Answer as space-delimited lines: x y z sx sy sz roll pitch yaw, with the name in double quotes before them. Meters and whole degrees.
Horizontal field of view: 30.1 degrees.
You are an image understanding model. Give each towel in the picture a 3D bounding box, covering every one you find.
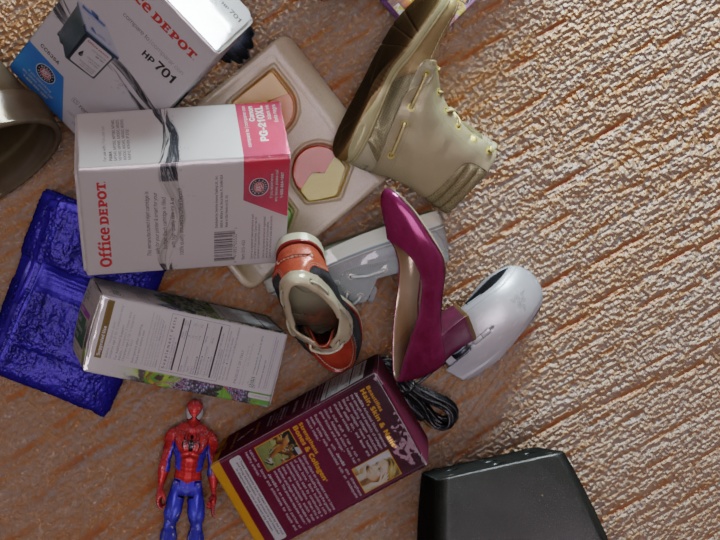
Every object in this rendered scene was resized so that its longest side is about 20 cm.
"towel" -0.291 0.034 1.371 0.146 0.050 0.202 21 93 -7

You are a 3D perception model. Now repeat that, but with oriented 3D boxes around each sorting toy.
"sorting toy" -0.096 -0.111 1.386 0.199 0.036 0.186 -39 98 -2

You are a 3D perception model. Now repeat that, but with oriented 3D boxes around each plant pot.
"plant pot" 0.150 0.285 1.385 0.197 0.200 0.180 -12 85 -5
"plant pot" -0.414 -0.159 1.283 0.199 0.200 0.175 -30 81 -3

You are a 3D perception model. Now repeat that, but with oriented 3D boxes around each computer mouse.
"computer mouse" 0.115 0.074 1.425 0.200 0.044 0.110 -44 98 -1

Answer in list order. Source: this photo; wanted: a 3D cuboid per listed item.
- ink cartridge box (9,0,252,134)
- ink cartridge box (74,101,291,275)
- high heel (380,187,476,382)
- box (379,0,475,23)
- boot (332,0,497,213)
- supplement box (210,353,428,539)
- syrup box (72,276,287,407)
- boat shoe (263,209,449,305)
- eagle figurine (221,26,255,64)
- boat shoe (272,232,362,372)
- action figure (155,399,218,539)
"ink cartridge box" -0.222 -0.218 1.287 0.146 0.086 0.200 45 130 -8
"ink cartridge box" -0.171 -0.077 1.285 0.197 0.085 0.146 -4 138 -10
"high heel" 0.041 0.017 1.347 0.095 0.067 0.201 -31 122 -9
"box" 0.092 -0.349 1.383 0.200 0.039 0.137 -44 99 -1
"boot" 0.082 -0.171 1.365 0.154 0.073 0.201 26 101 -21
"supplement box" -0.040 0.187 1.381 0.198 0.086 0.111 -29 99 8
"syrup box" -0.182 0.072 1.349 0.198 0.079 0.083 13 97 -22
"boat shoe" 0.000 0.000 1.391 0.199 0.070 0.072 -20 94 -7
"eagle figurine" -0.155 -0.323 1.330 0.151 0.152 0.200 -20 137 34
"boat shoe" -0.042 0.047 1.345 0.070 0.063 0.201 -13 139 6
"action figure" -0.182 0.236 1.406 0.064 0.052 0.203 5 93 -3
